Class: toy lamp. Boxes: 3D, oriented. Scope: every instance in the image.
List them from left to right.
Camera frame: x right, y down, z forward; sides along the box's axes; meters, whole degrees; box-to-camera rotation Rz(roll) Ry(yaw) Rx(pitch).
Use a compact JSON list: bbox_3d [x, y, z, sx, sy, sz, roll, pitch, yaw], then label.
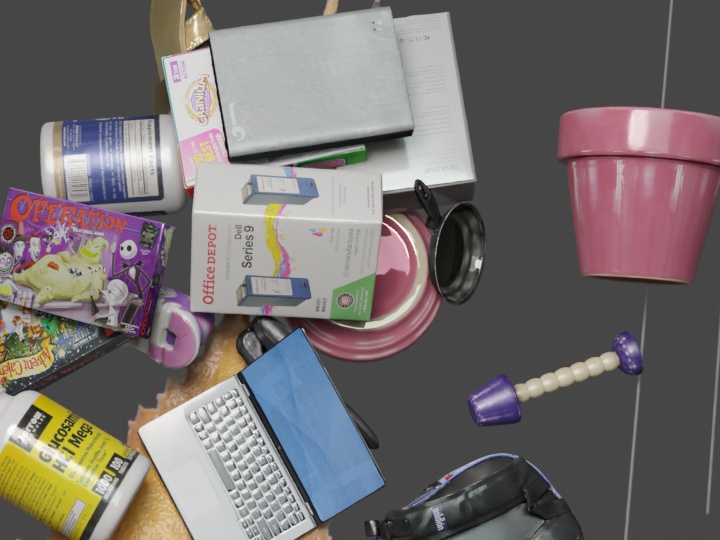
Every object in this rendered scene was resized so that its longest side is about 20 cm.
[{"bbox_3d":[0.215,0.124,1.715,0.198,0.058,0.059,-19,75,-8],"label":"toy lamp"}]

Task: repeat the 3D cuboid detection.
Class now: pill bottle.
[{"bbox_3d":[-0.328,0.198,1.614,0.198,0.112,0.113,31,73,-2],"label":"pill bottle"},{"bbox_3d":[-0.252,-0.116,1.727,0.197,0.111,0.113,-4,73,-5],"label":"pill bottle"}]

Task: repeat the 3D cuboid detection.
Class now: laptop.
[{"bbox_3d":[-0.108,0.196,1.632,0.198,0.116,0.189,-28,82,-12],"label":"laptop"}]

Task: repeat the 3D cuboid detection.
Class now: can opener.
[{"bbox_3d":[-0.060,0.135,1.693,0.063,0.079,0.201,-39,92,-6],"label":"can opener"}]

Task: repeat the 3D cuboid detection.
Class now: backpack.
[{"bbox_3d":[0.130,0.292,1.610,0.190,0.154,0.201,-35,84,-5],"label":"backpack"}]

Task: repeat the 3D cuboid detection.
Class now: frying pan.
[{"bbox_3d":[0.088,-0.025,1.700,0.031,0.189,0.117,7,84,33],"label":"frying pan"}]

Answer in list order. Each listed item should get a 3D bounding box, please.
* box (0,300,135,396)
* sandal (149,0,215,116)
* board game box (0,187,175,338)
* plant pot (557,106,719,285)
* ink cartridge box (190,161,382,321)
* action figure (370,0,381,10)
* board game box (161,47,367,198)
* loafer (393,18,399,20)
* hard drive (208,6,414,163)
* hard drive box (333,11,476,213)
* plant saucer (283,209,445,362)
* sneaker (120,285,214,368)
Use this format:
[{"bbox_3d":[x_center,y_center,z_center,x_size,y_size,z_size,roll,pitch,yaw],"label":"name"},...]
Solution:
[{"bbox_3d":[-0.338,0.045,1.666,0.198,0.038,0.138,-28,74,17],"label":"box"},{"bbox_3d":[-0.200,-0.264,1.809,0.069,0.077,0.215,12,67,-35],"label":"sandal"},{"bbox_3d":[-0.296,-0.009,1.621,0.198,0.032,0.122,12,84,23],"label":"board game box"},{"bbox_3d":[0.313,-0.079,1.724,0.197,0.200,0.182,5,88,-2],"label":"plant pot"},{"bbox_3d":[-0.080,-0.029,1.631,0.197,0.147,0.088,5,42,-4],"label":"ink cartridge box"},{"bbox_3d":[0.044,-0.405,1.843,0.198,0.105,0.195,29,83,7],"label":"action figure"},{"bbox_3d":[-0.104,-0.174,1.666,0.197,0.040,0.155,-12,76,0],"label":"board game box"},{"bbox_3d":[0.048,-0.194,1.796,0.071,0.063,0.203,-6,73,-8],"label":"loafer"},{"bbox_3d":[-0.053,-0.195,1.624,0.197,0.033,0.141,-9,76,-8],"label":"hard drive"},{"bbox_3d":[0.038,-0.172,1.722,0.154,0.077,0.203,-7,75,-2],"label":"hard drive box"},{"bbox_3d":[0.000,0.000,1.741,0.197,0.051,0.203,1,73,-4],"label":"plant saucer"},{"bbox_3d":[-0.242,0.043,1.703,0.198,0.088,0.081,22,114,22],"label":"sneaker"}]
